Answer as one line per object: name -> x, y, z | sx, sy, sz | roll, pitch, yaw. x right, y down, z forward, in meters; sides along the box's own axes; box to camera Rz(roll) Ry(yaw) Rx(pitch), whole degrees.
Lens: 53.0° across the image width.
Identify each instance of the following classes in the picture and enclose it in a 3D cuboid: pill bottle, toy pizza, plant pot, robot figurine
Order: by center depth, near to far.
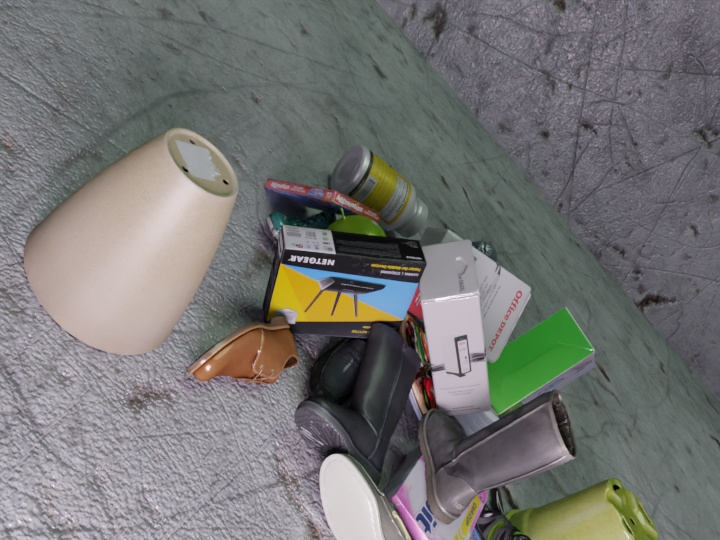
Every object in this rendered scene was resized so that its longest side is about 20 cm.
plant pot -> -0.224, -0.048, 0.770 | 0.186, 0.200, 0.190 | 36, 28, -23
plant pot -> 0.341, 0.416, 1.085 | 0.199, 0.184, 0.203 | 36, 28, -23
robot figurine -> 0.000, 0.000, 1.124 | 0.202, 0.112, 0.179 | 66, 12, -46
toy pizza -> 0.100, 0.156, 1.133 | 0.200, 0.031, 0.206 | -19, 91, -76
pill bottle -> 0.042, -0.151, 1.452 | 0.198, 0.111, 0.113 | 34, 29, -30

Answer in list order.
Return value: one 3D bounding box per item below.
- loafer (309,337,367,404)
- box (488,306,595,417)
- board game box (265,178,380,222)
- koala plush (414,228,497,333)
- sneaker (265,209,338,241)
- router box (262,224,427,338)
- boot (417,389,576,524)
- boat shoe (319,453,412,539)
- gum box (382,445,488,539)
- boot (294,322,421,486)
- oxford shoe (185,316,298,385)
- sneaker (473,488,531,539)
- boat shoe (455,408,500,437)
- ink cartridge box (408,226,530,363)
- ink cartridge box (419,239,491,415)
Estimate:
loafer -> -0.016, 0.127, 1.024 | 0.068, 0.070, 0.200 | 48, 25, -1
box -> 0.312, 0.173, 1.299 | 0.098, 0.197, 0.176 | 59, 6, 23
board game box -> -0.065, -0.116, 1.190 | 0.101, 0.020, 0.198 | 21, -2, -41
koala plush -> 0.154, 0.057, 1.339 | 0.174, 0.181, 0.206 | 12, 64, -43
sneaker -> -0.078, -0.071, 1.181 | 0.198, 0.079, 0.079 | 6, 48, -55
router box -> -0.025, 0.021, 0.978 | 0.194, 0.152, 0.052 | 5, 41, -18
boot -> 0.166, 0.204, 0.908 | 0.072, 0.200, 0.184 | 30, 29, -27
boat shoe -> 0.018, 0.305, 0.841 | 0.060, 0.071, 0.205 | -10, 69, -61
gum box -> 0.089, 0.312, 0.947 | 0.114, 0.066, 0.199 | 50, 25, 5
boot -> 0.003, 0.149, 0.934 | 0.166, 0.064, 0.203 | 57, 44, -33
oxford shoe -> -0.130, 0.107, 0.870 | 0.072, 0.071, 0.199 | 59, 25, 10
sneaker -> 0.208, 0.385, 1.026 | 0.070, 0.082, 0.202 | 33, 30, -30
boat shoe -> 0.207, 0.252, 1.215 | 0.202, 0.073, 0.066 | 57, 27, 16
ink cartridge box -> 0.170, 0.041, 1.218 | 0.197, 0.147, 0.083 | 32, -4, -21
ink cartridge box -> 0.134, 0.081, 1.038 | 0.147, 0.082, 0.205 | -86, 166, -59
